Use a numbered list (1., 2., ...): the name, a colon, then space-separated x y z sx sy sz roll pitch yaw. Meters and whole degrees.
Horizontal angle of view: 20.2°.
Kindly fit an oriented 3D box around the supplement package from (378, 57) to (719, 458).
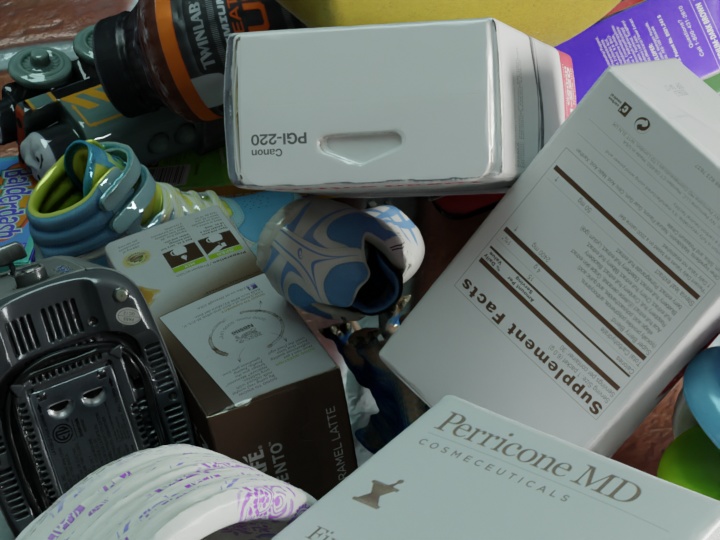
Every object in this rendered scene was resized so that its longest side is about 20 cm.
1. supplement package: 0.129 0.004 1.058 0.120 0.200 0.121 44 24 13

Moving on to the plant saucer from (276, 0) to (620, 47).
1. plant saucer: 0.024 -0.176 1.215 0.200 0.048 0.200 -3 25 -26

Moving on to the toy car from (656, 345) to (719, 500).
1. toy car: 0.249 0.077 1.032 0.200 0.150 0.175 -8 34 5

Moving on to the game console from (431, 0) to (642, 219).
1. game console: 0.113 -0.114 1.398 0.200 0.119 0.172 -21 66 -9

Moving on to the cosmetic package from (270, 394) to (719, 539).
1. cosmetic package: 0.048 0.194 0.903 0.167 0.166 0.200 20 43 38

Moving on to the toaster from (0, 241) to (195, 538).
1. toaster: -0.162 0.083 1.133 0.114 0.200 0.129 -21 17 -14

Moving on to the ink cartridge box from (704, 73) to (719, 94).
1. ink cartridge box: 0.193 -0.067 1.356 0.200 0.048 0.146 -18 33 -9

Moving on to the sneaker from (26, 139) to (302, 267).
1. sneaker: -0.127 -0.041 1.338 0.200 0.131 0.080 -23 34 -18

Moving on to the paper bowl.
1. paper bowl: -0.101 0.178 0.937 0.104 0.201 0.201 20 44 37

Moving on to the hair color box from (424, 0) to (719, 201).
1. hair color box: 0.129 -0.113 1.264 0.200 0.065 0.109 -26 1 -11

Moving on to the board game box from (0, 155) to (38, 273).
1. board game box: -0.309 -0.021 1.439 0.200 0.045 0.152 -5 33 9

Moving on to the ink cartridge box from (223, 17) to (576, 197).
1. ink cartridge box: 0.028 -0.083 1.093 0.146 0.085 0.200 -2 2 17

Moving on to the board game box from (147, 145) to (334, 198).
1. board game box: -0.062 -0.082 1.476 0.200 0.030 0.096 -7 34 11

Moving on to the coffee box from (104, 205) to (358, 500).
1. coffee box: -0.076 0.063 1.182 0.080 0.114 0.200 -20 34 -14

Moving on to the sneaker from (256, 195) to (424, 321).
1. sneaker: 0.000 0.000 1.173 0.072 0.072 0.200 44 12 14

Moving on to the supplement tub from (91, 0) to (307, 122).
1. supplement tub: -0.076 -0.161 1.359 0.200 0.107 0.107 -16 31 15

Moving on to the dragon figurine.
1. dragon figurine: 0.023 0.072 1.188 0.059 0.099 0.200 -21 10 -14

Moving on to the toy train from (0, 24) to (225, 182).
1. toy train: -0.166 -0.121 1.456 0.200 0.085 0.114 -22 49 -28
